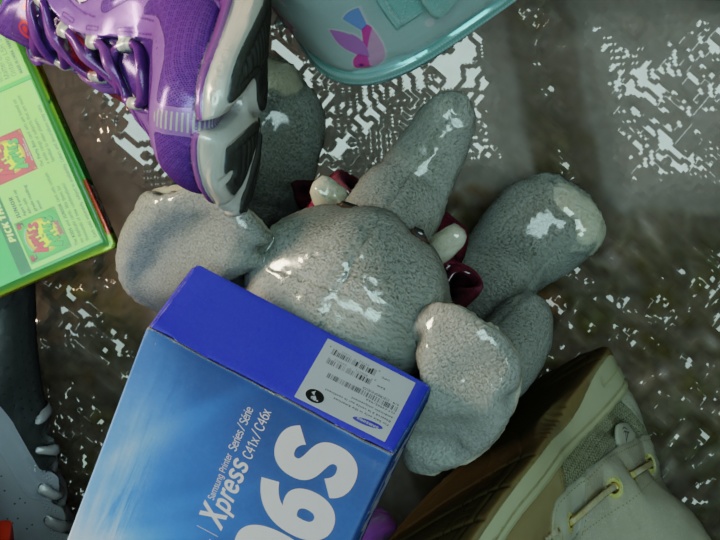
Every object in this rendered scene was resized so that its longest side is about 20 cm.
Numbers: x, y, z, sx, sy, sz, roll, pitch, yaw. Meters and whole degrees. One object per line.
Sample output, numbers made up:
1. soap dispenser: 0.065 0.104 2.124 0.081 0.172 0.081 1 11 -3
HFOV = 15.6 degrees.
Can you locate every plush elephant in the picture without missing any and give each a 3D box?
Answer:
1. plush elephant: 0.000 0.000 0.972 0.164 0.155 0.200 29 68 -2

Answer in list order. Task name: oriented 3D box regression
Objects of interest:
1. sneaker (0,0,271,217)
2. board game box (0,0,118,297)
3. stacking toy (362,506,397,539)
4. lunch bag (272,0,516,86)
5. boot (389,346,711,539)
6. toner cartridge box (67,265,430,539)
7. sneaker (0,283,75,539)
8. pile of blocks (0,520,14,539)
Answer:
1. sneaker: -0.080 -0.077 0.904 0.083 0.200 0.081 -2 114 -16
2. board game box: -0.174 -0.081 0.970 0.101 0.048 0.201 -23 92 -2
3. stacking toy: -0.008 0.136 1.045 0.116 0.110 0.200 -33 82 18
4. lunch bag: 0.033 -0.162 0.987 0.200 0.161 0.077 -34 138 2
5. boot: 0.088 0.135 1.002 0.072 0.200 0.155 -30 98 35
6. toner cartridge box: -0.054 0.101 0.945 0.095 0.043 0.200 28 128 6
7. sneaker: -0.119 0.095 1.049 0.115 0.075 0.201 9 104 -7
8. pile of blocks: -0.172 0.093 0.969 0.062 0.082 0.200 -30 76 -35
